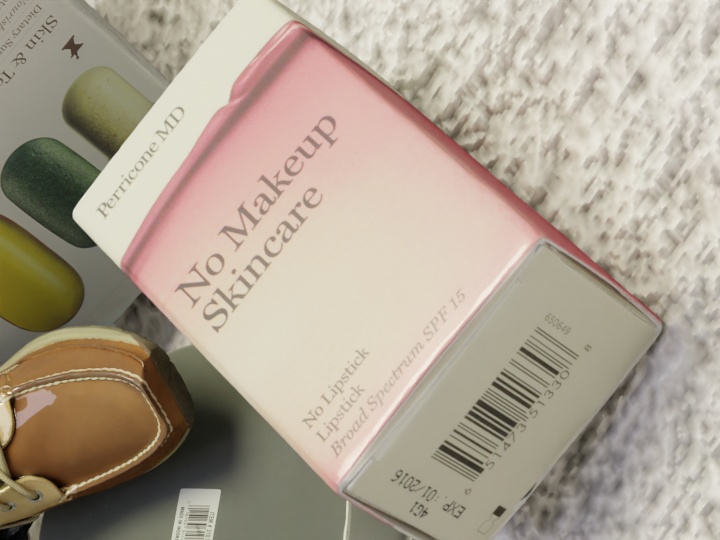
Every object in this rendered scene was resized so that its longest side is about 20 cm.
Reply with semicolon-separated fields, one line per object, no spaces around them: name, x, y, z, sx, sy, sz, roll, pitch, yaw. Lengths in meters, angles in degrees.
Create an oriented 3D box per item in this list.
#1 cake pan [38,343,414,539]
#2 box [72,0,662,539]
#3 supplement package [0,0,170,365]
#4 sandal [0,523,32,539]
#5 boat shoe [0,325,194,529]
cake pan;-0.064;0.117;1.242;0.200;0.037;0.201;-15;63;31
box;0.000;0.000;1.150;0.128;0.109;0.200;-51;52;5
supplement package;-0.184;-0.073;1.272;0.152;0.200;0.151;-48;52;1
sandal;-0.178;0.066;1.382;0.048;0.075;0.202;-11;79;27
boat shoe;-0.159;0.083;1.240;0.199;0.074;0.076;-19;109;38
